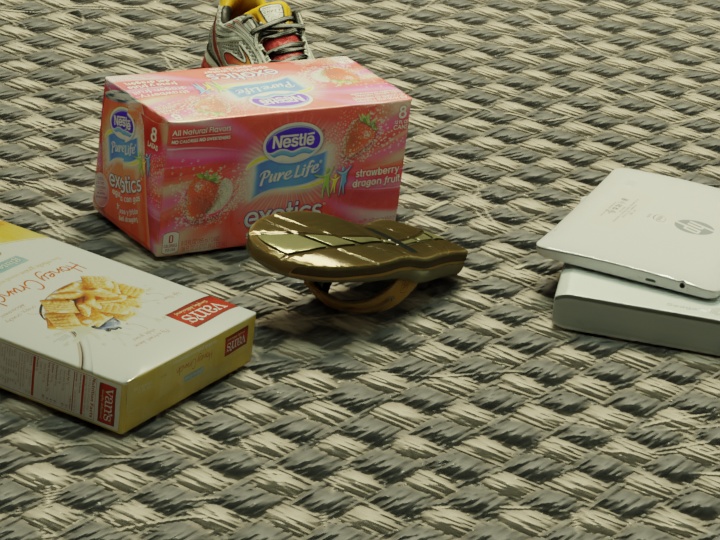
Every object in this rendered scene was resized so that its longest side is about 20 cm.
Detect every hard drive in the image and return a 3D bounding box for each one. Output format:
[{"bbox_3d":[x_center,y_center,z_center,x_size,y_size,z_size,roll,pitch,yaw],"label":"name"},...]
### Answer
[{"bbox_3d":[0.207,0.001,1.784,0.132,0.026,0.200,10,22,6],"label":"hard drive"}]

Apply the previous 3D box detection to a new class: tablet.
[{"bbox_3d":[0.212,-0.030,1.809,0.130,0.014,0.200,15,24,18],"label":"tablet"}]

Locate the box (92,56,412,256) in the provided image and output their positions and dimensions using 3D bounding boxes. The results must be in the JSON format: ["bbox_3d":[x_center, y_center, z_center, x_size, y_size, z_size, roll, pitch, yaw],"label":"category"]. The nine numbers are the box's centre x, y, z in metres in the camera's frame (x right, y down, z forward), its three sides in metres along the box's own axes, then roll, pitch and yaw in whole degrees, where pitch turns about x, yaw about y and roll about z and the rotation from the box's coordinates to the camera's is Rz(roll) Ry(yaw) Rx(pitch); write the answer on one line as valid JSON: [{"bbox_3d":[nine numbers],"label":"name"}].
[{"bbox_3d":[-0.074,-0.082,1.799,0.200,0.103,0.095,-7,26,-33],"label":"box"}]

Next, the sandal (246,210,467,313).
[{"bbox_3d":[0.000,0.000,1.698,0.080,0.054,0.200,28,15,31],"label":"sandal"}]

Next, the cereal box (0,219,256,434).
[{"bbox_3d":[-0.183,0.031,1.571,0.200,0.040,0.144,18,25,24],"label":"cereal box"}]

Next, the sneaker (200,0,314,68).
[{"bbox_3d":[-0.073,-0.164,2.023,0.078,0.082,0.200,-5,26,-27],"label":"sneaker"}]
